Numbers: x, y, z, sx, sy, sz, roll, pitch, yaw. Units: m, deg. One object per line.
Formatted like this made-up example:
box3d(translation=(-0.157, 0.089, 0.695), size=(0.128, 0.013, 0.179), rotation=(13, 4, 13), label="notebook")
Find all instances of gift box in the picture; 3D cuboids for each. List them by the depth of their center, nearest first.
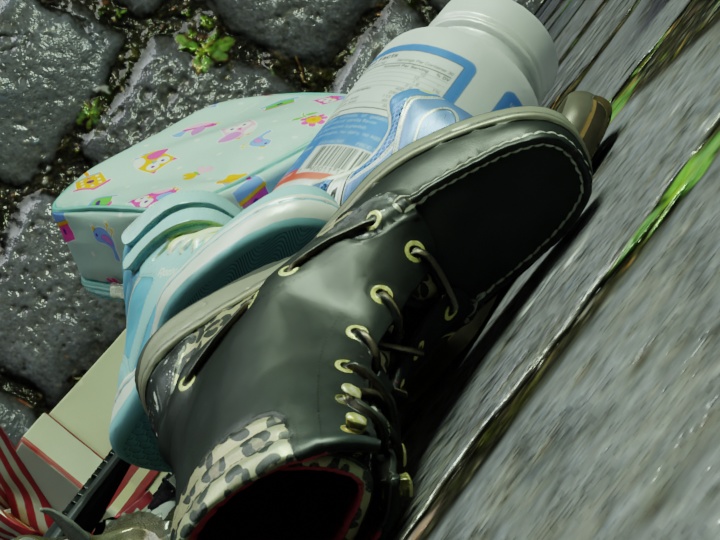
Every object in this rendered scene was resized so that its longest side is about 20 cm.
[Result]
box3d(translation=(-0.206, 0.172, 1.383), size=(0.187, 0.184, 0.200), rotation=(-52, -5, -41), label="gift box")

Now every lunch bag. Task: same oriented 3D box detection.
box3d(translation=(-0.079, -0.044, 1.016), size=(0.160, 0.077, 0.200), rotation=(8, 32, 44), label="lunch bag")

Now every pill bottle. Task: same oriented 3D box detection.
box3d(translation=(0.037, -0.068, 0.948), size=(0.200, 0.112, 0.112), rotation=(-53, 2, -34), label="pill bottle")

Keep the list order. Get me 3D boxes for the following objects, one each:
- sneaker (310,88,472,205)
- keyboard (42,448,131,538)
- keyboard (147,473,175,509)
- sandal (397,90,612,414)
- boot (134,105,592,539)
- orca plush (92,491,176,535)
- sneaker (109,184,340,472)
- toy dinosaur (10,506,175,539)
box3d(translation=(0.000, 0.000, 0.814), size=(0.200, 0.077, 0.076), rotation=(-50, -25, 15), label="sneaker")
box3d(translation=(-0.165, 0.157, 0.829), size=(0.127, 0.021, 0.200), rotation=(-59, -1, 22), label="keyboard")
box3d(translation=(-0.062, 0.079, 1.086), size=(0.200, 0.040, 0.104), rotation=(-39, -1, -30), label="keyboard")
box3d(translation=(0.036, -0.005, 0.712), size=(0.200, 0.054, 0.082), rotation=(-53, 2, -6), label="sandal")
box3d(translation=(0.010, 0.031, 0.591), size=(0.203, 0.074, 0.154), rotation=(-32, 24, 7), label="boot")
box3d(translation=(-0.113, 0.137, 0.859), size=(0.200, 0.071, 0.105), rotation=(-54, -33, -13), label="orca plush")
box3d(translation=(-0.067, -0.006, 0.773), size=(0.200, 0.079, 0.131), rotation=(-49, 35, 43), label="sneaker")
box3d(translation=(-0.064, 0.123, 0.762), size=(0.199, 0.077, 0.102), rotation=(-20, -9, -26), label="toy dinosaur")
